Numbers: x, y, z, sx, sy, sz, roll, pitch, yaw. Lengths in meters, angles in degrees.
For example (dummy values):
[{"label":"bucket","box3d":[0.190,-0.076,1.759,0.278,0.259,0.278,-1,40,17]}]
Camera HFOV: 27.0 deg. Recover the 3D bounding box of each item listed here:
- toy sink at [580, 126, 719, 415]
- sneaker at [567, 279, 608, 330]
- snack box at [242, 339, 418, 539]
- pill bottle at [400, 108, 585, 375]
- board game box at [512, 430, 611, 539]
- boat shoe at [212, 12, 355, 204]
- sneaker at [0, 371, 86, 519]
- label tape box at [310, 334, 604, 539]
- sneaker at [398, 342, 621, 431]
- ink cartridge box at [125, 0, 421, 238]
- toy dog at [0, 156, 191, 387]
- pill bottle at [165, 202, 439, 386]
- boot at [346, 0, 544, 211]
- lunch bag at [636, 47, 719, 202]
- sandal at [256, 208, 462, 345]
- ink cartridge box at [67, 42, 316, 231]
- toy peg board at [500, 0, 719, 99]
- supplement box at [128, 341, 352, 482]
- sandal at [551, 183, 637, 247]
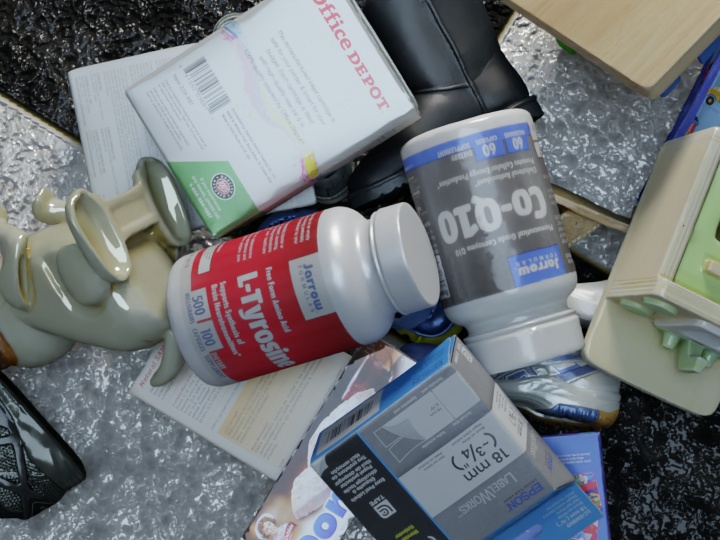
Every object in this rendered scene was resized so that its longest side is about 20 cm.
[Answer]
[{"label":"toy sink","box3d":[0.283,0.006,1.202,0.130,0.112,0.200,26,82,-10]},{"label":"sneaker","box3d":[0.263,0.020,1.295,0.199,0.075,0.089,9,86,-6]},{"label":"snack box","box3d":[-0.015,0.154,1.244,0.072,0.024,0.200,31,88,3]},{"label":"pill bottle","box3d":[0.111,-0.021,1.223,0.113,0.114,0.201,-16,87,1]},{"label":"board game box","box3d":[0.112,0.212,1.281,0.199,0.045,0.135,-6,84,10]},{"label":"boat shoe","box3d":[-0.070,-0.152,1.336,0.073,0.062,0.200,-32,82,1]},{"label":"sneaker","box3d":[-0.344,0.139,1.311,0.114,0.076,0.200,-40,88,-8]},{"label":"label tape box","box3d":[0.080,0.174,1.189,0.144,0.063,0.200,-38,101,16]},{"label":"sneaker","box3d":[0.128,0.080,1.302,0.199,0.075,0.088,12,75,-4]},{"label":"ink cartridge box","box3d":[-0.069,-0.139,1.245,0.200,0.088,0.146,-32,89,7]},{"label":"toy dog","box3d":[-0.241,0.015,1.273,0.200,0.140,0.194,-20,108,32]},{"label":"pill bottle","box3d":[-0.044,0.015,1.191,0.199,0.112,0.113,-18,83,18]},{"label":"boot","box3d":[0.042,-0.165,1.323,0.200,0.076,0.168,-30,86,-7]},{"label":"lunch bag","box3d":[0.346,-0.100,1.302,0.150,0.094,0.200,27,97,4]},{"label":"sandal","box3d":[0.000,0.000,1.304,0.199,0.087,0.080,22,87,7]},{"label":"ink cartridge box","box3d":[-0.146,-0.117,1.323,0.199,0.047,0.161,-11,91,8]},{"label":"toy peg board","box3d":[0.258,-0.242,1.277,0.200,0.098,0.199,-46,51,-2]},{"label":"supplement box","box3d":[-0.082,0.103,1.302,0.200,0.074,0.126,31,87,5]},{"label":"sandal","box3d":[0.183,-0.034,1.303,0.211,0.078,0.070,16,102,12]}]
